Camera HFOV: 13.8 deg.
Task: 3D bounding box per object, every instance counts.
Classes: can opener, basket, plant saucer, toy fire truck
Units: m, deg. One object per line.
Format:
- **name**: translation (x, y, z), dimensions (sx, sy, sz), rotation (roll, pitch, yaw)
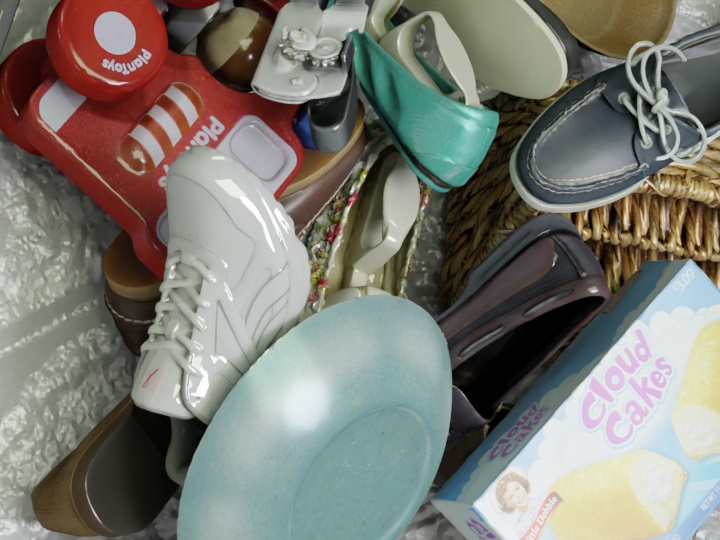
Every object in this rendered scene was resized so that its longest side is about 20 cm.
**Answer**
- **can opener**: translation (-0.016, -0.150, 1.676), dimensions (0.052, 0.067, 0.201), rotation (4, 46, 13)
- **basket**: translation (0.162, -0.021, 1.798), dimensions (0.199, 0.143, 0.150), rotation (12, 74, -26)
- **plant saucer**: translation (0.122, -0.217, 1.844), dimensions (0.200, 0.035, 0.201), rotation (29, 48, -39)
- **plant saucer**: translation (-0.012, 0.111, 1.620), dimensions (0.200, 0.039, 0.202), rotation (-27, 134, -32)
- **toy fire truck**: translation (-0.097, -0.104, 1.671), dimensions (0.168, 0.112, 0.200), rotation (44, 57, -8)

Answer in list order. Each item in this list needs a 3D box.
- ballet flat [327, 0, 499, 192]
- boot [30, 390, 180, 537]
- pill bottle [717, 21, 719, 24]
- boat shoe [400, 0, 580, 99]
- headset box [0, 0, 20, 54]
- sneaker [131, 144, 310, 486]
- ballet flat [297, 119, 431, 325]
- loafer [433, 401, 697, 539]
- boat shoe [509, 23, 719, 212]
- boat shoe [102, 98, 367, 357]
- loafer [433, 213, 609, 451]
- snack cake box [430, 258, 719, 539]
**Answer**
- **ballet flat**: translation (0.015, -0.135, 1.736), dimensions (0.200, 0.070, 0.067), rotation (50, 19, 24)
- **boot**: translation (-0.110, 0.081, 1.671), dimensions (0.200, 0.075, 0.074), rotation (-42, 107, -39)
- **pill bottle**: translation (0.314, -0.139, 1.871), dimensions (0.111, 0.200, 0.112), rotation (6, 77, -28)
- **boat shoe**: translation (0.058, -0.171, 1.760), dimensions (0.063, 0.074, 0.201), rotation (-27, 50, -37)
- **headset box**: translation (-0.274, -0.176, 1.614), dimensions (0.173, 0.093, 0.201), rotation (26, 70, -22)
- **sneaker**: translation (-0.080, 0.033, 1.578), dimensions (0.099, 0.078, 0.201), rotation (-31, 124, -35)
- **ballet flat**: translation (0.000, 0.000, 1.750), dimensions (0.075, 0.064, 0.201), rotation (18, 73, -26)
- **loafer**: translation (0.129, 0.131, 1.792), dimensions (0.199, 0.071, 0.074), rotation (19, 72, -25)
- **boat shoe**: translation (0.177, -0.095, 1.708), dimensions (0.199, 0.062, 0.075), rotation (-23, 83, -17)
- **boat shoe**: translation (-0.071, -0.029, 1.720), dimensions (0.200, 0.070, 0.071), rotation (-39, 140, -25)
- **loafer**: translation (0.064, 0.057, 1.710), dimensions (0.072, 0.200, 0.063), rotation (21, 25, -50)
- **snack cake box**: translation (0.152, 0.103, 1.729), dimensions (0.115, 0.067, 0.200), rotation (46, 74, -14)
